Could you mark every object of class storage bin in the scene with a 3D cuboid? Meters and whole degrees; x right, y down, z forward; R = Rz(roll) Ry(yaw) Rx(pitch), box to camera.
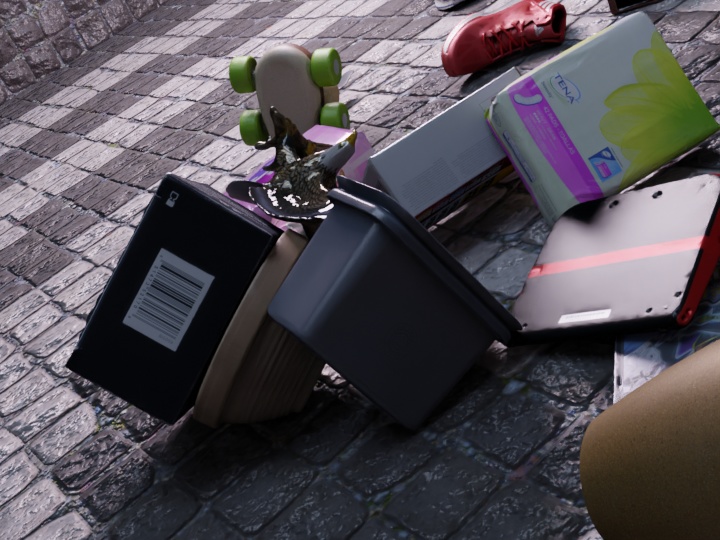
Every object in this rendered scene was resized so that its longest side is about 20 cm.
[{"bbox_3d":[0.017,0.033,0.927,0.135,0.200,0.145,-51,32,-7],"label":"storage bin"}]

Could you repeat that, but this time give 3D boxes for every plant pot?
[{"bbox_3d":[0.239,0.114,0.635,0.199,0.187,0.187,-19,25,43],"label":"plant pot"},{"bbox_3d":[-0.074,0.070,1.007,0.202,0.092,0.201,-63,-2,-3],"label":"plant pot"}]

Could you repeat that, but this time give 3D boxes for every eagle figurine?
[{"bbox_3d":[-0.042,-0.076,1.077,0.150,0.152,0.201,-11,54,-22],"label":"eagle figurine"}]

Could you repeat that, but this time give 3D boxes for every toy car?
[{"bbox_3d":[-0.084,-0.284,1.631,0.163,0.159,0.200,-1,23,19],"label":"toy car"}]

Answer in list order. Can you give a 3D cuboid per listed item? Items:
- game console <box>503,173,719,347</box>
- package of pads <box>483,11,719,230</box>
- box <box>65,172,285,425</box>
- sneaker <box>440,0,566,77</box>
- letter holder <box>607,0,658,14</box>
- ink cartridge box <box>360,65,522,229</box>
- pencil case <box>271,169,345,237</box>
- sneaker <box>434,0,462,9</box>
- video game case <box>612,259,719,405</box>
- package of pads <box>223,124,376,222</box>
[{"bbox_3d":[0.230,-0.005,0.939,0.199,0.031,0.178,-13,39,50],"label":"game console"},{"bbox_3d":[0.245,-0.157,1.093,0.199,0.155,0.068,-29,-7,-7],"label":"package of pads"},{"bbox_3d":[-0.167,0.023,1.027,0.198,0.117,0.200,-61,0,2],"label":"box"},{"bbox_3d":[0.216,-0.344,1.529,0.200,0.079,0.115,-39,28,-20],"label":"sneaker"},{"bbox_3d":[0.431,-0.476,1.544,0.141,0.101,0.201,-10,32,25],"label":"letter holder"},{"bbox_3d":[0.101,-0.116,1.196,0.199,0.084,0.176,-33,-8,-12],"label":"ink cartridge box"},{"bbox_3d":[-0.075,-0.047,1.242,0.086,0.083,0.201,11,47,10],"label":"pencil case"},{"bbox_3d":[0.141,-0.546,1.901,0.080,0.116,0.200,-28,27,-1],"label":"sneaker"},{"bbox_3d":[0.302,0.040,0.845,0.198,0.026,0.181,-15,30,23],"label":"video game case"},{"bbox_3d":[-0.082,-0.113,1.394,0.200,0.076,0.120,-39,28,-22],"label":"package of pads"}]
